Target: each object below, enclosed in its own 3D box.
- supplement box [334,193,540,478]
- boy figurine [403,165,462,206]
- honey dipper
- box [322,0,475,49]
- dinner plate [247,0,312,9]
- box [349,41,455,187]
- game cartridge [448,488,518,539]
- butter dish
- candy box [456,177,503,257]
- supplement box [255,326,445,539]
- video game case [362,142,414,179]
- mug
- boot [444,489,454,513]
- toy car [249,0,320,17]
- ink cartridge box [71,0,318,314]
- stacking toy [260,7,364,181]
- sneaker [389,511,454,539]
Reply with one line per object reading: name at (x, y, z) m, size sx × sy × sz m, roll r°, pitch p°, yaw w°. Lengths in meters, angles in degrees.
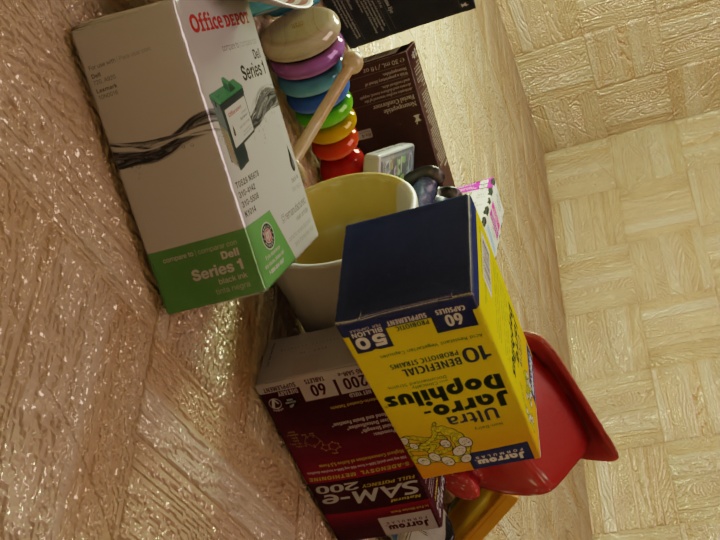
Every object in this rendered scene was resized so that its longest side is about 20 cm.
supplement box at (0.067, 0.059, 0.762) m, size 0.111 × 0.107 × 0.202 m, roll -84°, pitch 154°, yaw -45°
boy figurine at (0.067, -0.015, 1.072) m, size 0.124 × 0.064 × 0.203 m, roll 40°, pitch 53°, yaw -34°
honey dipper at (-0.044, -0.135, 0.897) m, size 0.202 × 0.037 × 0.038 m, roll -64°, pitch 142°, yaw -31°
box at (0.031, -0.403, 1.186) m, size 0.200 × 0.178 × 0.106 m, roll 52°, pitch 30°, yaw -55°
dinner plate at (-0.122, -0.249, 0.709) m, size 0.198 × 0.024 × 0.201 m, roll 30°, pitch 23°, yaw -14°
box at (0.048, -0.180, 1.231) m, size 0.075 × 0.098 × 0.204 m, roll -61°, pitch 135°, yaw -64°
game cartridge at (0.145, 0.245, 1.201) m, size 0.202 × 0.032 × 0.178 m, roll -82°, pitch -165°, yaw -48°
butter dish at (0.132, 0.168, 0.985) m, size 0.149 × 0.197 × 0.201 m, roll -53°, pitch 122°, yaw -27°
candy box at (0.126, -0.057, 1.337) m, size 0.201 × 0.134 × 0.062 m, roll -67°, pitch 139°, yaw -63°
supplement box at (-0.004, 0.146, 0.838) m, size 0.061 × 0.107 × 0.203 m, roll -78°, pitch 149°, yaw -53°
video game case at (0.031, -0.042, 1.117) m, size 0.182 × 0.023 × 0.205 m, roll -37°, pitch 131°, yaw -71°
mug at (0.005, 0.003, 0.892) m, size 0.188 × 0.146 × 0.156 m, roll -56°, pitch 138°, yaw -44°
boot at (0.096, 0.201, 1.126) m, size 0.202 × 0.069 × 0.147 m, roll 67°, pitch 37°, yaw -65°
toy car at (-0.039, -0.361, 0.906) m, size 0.177 × 0.196 × 0.188 m, roll -47°, pitch 123°, yaw -69°
ink cartridge box at (-0.112, -0.093, 0.691) m, size 0.146 × 0.083 × 0.204 m, roll -54°, pitch 130°, yaw -68°
stacking toy at (-0.036, -0.167, 1.001) m, size 0.086 × 0.083 × 0.203 m, roll -81°, pitch 157°, yaw -49°
sneaker at (0.058, 0.279, 1.028) m, size 0.072 × 0.071 × 0.203 m, roll -51°, pitch 145°, yaw -39°
